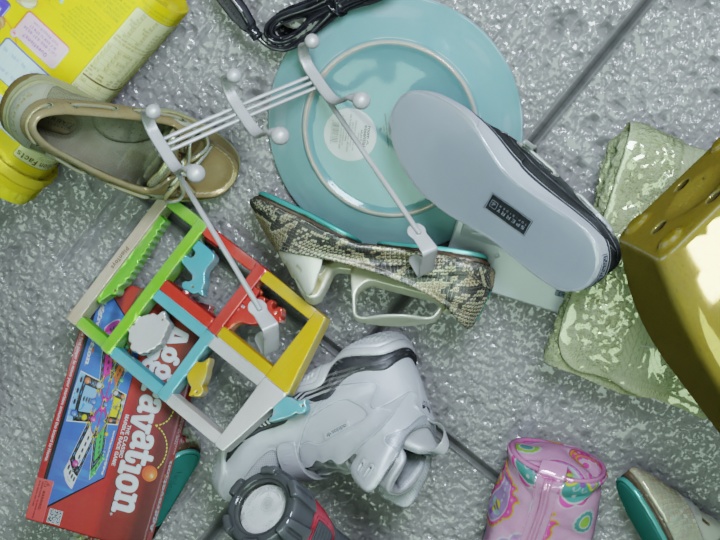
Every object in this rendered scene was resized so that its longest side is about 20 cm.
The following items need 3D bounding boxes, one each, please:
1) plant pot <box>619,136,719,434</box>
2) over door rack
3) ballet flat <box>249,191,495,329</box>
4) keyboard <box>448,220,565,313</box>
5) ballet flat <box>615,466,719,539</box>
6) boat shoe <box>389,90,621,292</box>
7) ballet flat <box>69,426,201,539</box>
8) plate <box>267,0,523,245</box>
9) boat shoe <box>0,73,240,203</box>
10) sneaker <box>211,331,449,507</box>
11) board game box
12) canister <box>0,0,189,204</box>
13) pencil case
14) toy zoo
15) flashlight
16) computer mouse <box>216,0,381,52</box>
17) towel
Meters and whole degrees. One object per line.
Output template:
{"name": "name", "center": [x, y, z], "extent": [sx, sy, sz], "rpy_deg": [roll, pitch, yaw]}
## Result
{"name": "plant pot", "center": [0.292, 0.013, 1.118], "extent": [0.195, 0.194, 0.200], "rpy_deg": [-43, 101, 2]}
{"name": "over door rack", "center": [-0.048, -0.063, 1.177], "extent": [0.148, 0.067, 0.200], "rpy_deg": [-25, 78, -18]}
{"name": "ballet flat", "center": [0.000, 0.000, 1.245], "extent": [0.200, 0.068, 0.075], "rpy_deg": [17, 85, 10]}
{"name": "keyboard", "center": [0.164, 0.009, 1.261], "extent": [0.200, 0.011, 0.056], "rpy_deg": [18, 112, 1]}
{"name": "ballet flat", "center": [0.265, 0.229, 1.286], "extent": [0.062, 0.067, 0.200], "rpy_deg": [-29, 102, -13]}
{"name": "boat shoe", "center": [0.109, -0.064, 1.206], "extent": [0.199, 0.068, 0.074], "rpy_deg": [37, 117, 17]}
{"name": "ballet flat", "center": [-0.198, 0.201, 1.357], "extent": [0.064, 0.076, 0.200], "rpy_deg": [42, 105, 30]}
{"name": "plate", "center": [0.024, -0.109, 1.254], "extent": [0.200, 0.026, 0.200], "rpy_deg": [2, 105, 9]}
{"name": "boat shoe", "center": [-0.170, -0.090, 1.222], "extent": [0.201, 0.063, 0.073], "rpy_deg": [22, 101, -38]}
{"name": "sneaker", "center": [-0.023, 0.145, 1.275], "extent": [0.200, 0.075, 0.115], "rpy_deg": [-37, 57, 13]}
{"name": "board game box", "center": [-0.190, 0.113, 1.304], "extent": [0.103, 0.019, 0.200], "rpy_deg": [13, 82, 13]}
{"name": "canister", "center": [-0.246, -0.172, 1.255], "extent": [0.149, 0.087, 0.200], "rpy_deg": [43, 105, -3]}
{"name": "pencil case", "center": [0.130, 0.232, 1.289], "extent": [0.087, 0.087, 0.200], "rpy_deg": [17, 105, 5]}
{"name": "toy zoo", "center": [-0.116, 0.048, 1.277], "extent": [0.200, 0.020, 0.131], "rpy_deg": [37, 91, 14]}
{"name": "flashlight", "center": [-0.031, 0.220, 1.272], "extent": [0.068, 0.068, 0.200], "rpy_deg": [-31, 140, 8]}
{"name": "computer mouse", "center": [-0.067, -0.265, 1.225], "extent": [0.140, 0.046, 0.200], "rpy_deg": [-33, 101, 19]}
{"name": "towel", "center": [0.232, 0.001, 1.227], "extent": [0.148, 0.036, 0.200], "rpy_deg": [16, 100, 0]}
